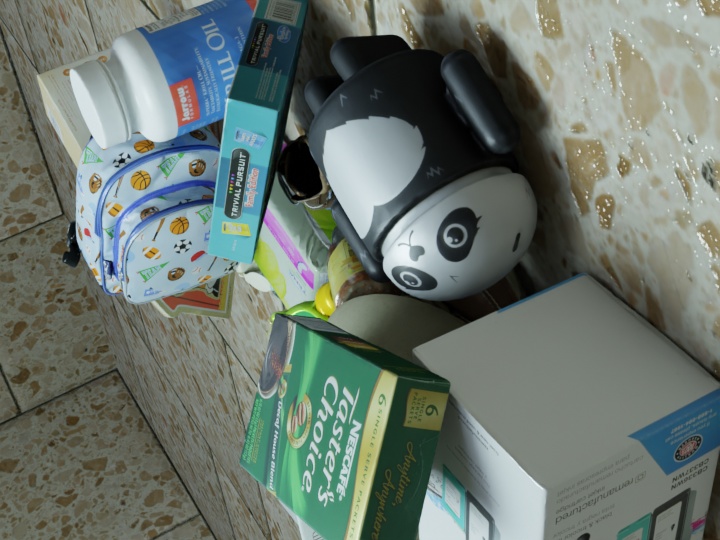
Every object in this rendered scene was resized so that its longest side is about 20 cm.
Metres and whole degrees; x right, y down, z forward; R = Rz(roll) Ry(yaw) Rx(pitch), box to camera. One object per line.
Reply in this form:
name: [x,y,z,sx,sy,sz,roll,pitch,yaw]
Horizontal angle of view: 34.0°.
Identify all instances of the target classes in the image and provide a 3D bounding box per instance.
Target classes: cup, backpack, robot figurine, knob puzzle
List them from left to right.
backpack: [-0.214,-0.071,1.253,0.154,0.199,0.192,45,148,37]
knob puzzle: [-0.211,-0.042,1.412,0.030,0.220,0.221,1,118,37]
cup: [0.021,0.141,0.927,0.199,0.143,0.201,23,141,20]
robot figurine: [0.039,-0.074,0.835,0.201,0.124,0.150,59,173,18]

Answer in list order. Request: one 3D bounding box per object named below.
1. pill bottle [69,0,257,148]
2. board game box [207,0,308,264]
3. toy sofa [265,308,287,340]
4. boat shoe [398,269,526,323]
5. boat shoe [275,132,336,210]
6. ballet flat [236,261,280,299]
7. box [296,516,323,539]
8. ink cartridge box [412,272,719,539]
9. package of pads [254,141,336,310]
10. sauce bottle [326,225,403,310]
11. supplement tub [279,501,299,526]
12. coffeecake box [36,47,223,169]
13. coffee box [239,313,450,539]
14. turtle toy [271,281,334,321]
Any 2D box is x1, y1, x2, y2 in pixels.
pill bottle: [-0.178,-0.194,1.162,0.112,0.199,0.113,53,159,31]
board game box: [-0.096,-0.129,1.080,0.201,0.047,0.152,106,175,-49]
toy sofa: [-0.028,0.132,1.353,0.201,0.082,0.098,58,164,20]
boat shoe: [0.060,-0.001,0.951,0.200,0.073,0.076,47,155,44]
boat shoe: [-0.042,-0.100,1.110,0.073,0.072,0.200,61,161,9]
ballet flat: [-0.120,-0.013,1.445,0.200,0.074,0.075,28,140,62]
box: [0.033,0.339,1.243,0.199,0.130,0.201,-117,2,-66]
ink cartridge box: [0.133,0.140,0.791,0.146,0.146,0.201,45,149,44]
package of pads: [-0.070,-0.031,1.282,0.200,0.068,0.155,55,159,30]
sauce bottle: [0.000,0.000,1.067,0.200,0.065,0.066,-110,3,-68]
supplement tub: [-0.019,0.278,1.439,0.200,0.131,0.133,35,146,56]
coffeecake box: [-0.247,-0.188,1.362,0.154,0.199,0.073,55,159,28]
coffee box: [-0.017,0.106,0.791,0.200,0.044,0.124,23,100,62]
turtle toy: [-0.008,0.102,1.179,0.199,0.102,0.146,33,150,-11]
